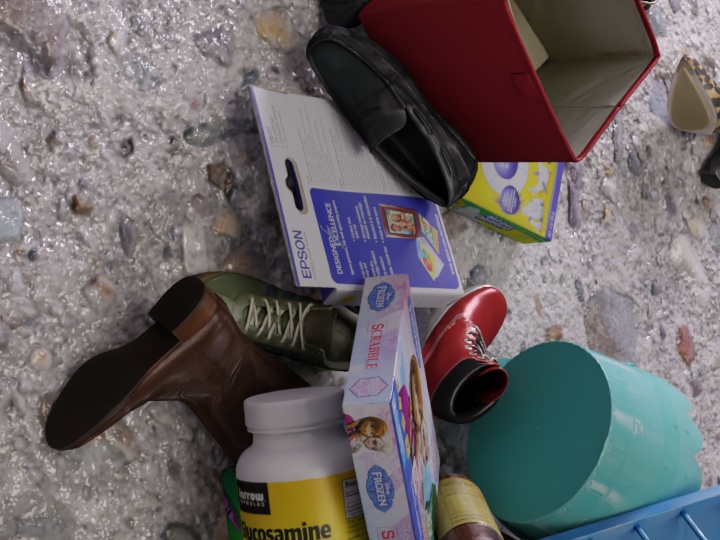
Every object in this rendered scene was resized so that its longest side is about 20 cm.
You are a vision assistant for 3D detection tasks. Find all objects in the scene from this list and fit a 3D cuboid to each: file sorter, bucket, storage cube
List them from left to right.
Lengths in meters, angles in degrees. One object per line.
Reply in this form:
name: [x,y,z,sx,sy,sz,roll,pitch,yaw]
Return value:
storage cube: [0.139,-0.216,1.344,0.171,0.179,0.201,-50,125,-31]
bucket: [0.206,0.172,1.374,0.134,0.206,0.209,29,69,-35]
file sorter: [0.264,0.302,1.282,0.198,0.123,0.140,-14,124,-13]

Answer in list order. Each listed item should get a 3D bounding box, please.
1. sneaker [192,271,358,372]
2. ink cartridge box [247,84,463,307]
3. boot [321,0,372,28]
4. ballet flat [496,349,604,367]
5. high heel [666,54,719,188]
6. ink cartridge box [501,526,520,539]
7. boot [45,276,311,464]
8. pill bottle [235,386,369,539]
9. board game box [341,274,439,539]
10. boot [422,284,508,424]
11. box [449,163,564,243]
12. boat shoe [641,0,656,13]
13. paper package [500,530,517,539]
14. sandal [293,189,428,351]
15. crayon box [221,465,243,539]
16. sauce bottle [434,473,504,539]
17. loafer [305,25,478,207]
sneaker: [-0.059,0.045,1.285,0.199,0.090,0.068,21,75,-38]
ink cartridge box: [-0.012,-0.063,1.320,0.199,0.047,0.199,3,63,-38]
boot: [0.059,-0.286,1.431,0.199,0.065,0.166,19,77,-43]
ballet flat: [0.191,0.128,1.520,0.199,0.071,0.072,-3,90,-39]
high heel: [0.431,-0.215,1.735,0.143,0.071,0.201,-52,136,-23]
ink cartridge box: [0.234,0.243,1.512,0.200,0.117,0.067,-53,121,-28]
boot: [-0.144,0.123,1.228,0.186,0.064,0.200,-42,137,-4]
pill bottle: [-0.044,0.201,1.199,0.112,0.112,0.202,-9,92,-41]
board game box: [0.030,0.138,1.210,0.200,0.041,0.201,-80,162,-60]
boot: [0.113,0.081,1.399,0.200,0.144,0.073,-44,113,-35]
box: [0.126,-0.113,1.486,0.199,0.048,0.118,21,74,-37]
boat shoe: [0.288,-0.309,1.619,0.074,0.073,0.202,-1,88,-41]
paper package: [0.069,0.348,1.333,0.199,0.103,0.192,3,108,-44]
sandal: [0.000,-0.001,1.375,0.076,0.043,0.201,-38,101,-41]
crayon box: [-0.026,0.221,1.325,0.199,0.058,0.120,-8,93,-41]
sauce bottle: [0.093,0.243,1.247,0.065,0.200,0.067,-2,110,-6]
loafer: [0.026,-0.139,1.320,0.201,0.068,0.071,44,38,-10]
